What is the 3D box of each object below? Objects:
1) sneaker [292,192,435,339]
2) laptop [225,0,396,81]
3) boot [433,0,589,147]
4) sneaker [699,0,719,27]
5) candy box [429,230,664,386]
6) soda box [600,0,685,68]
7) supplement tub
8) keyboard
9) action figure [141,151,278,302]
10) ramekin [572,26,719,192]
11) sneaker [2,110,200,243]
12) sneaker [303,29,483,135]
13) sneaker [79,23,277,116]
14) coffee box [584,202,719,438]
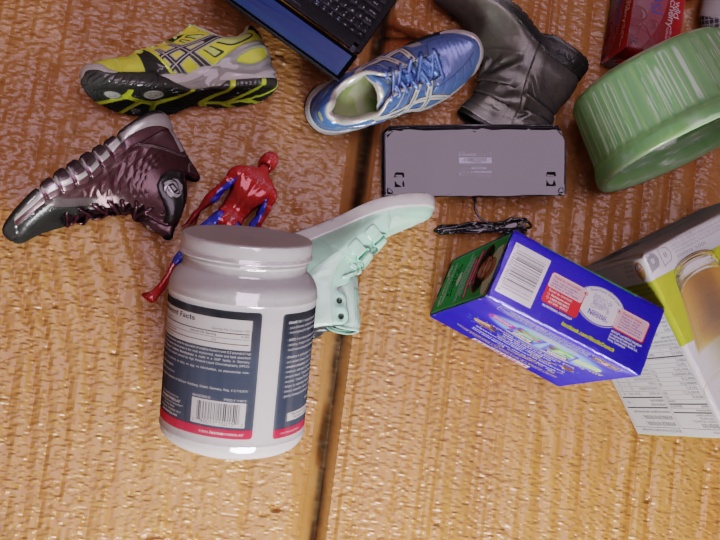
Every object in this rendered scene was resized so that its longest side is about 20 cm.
[{"bbox_3d":[0.000,0.000,1.164,0.200,0.074,0.118,-23,81,-4],"label":"sneaker"},{"bbox_3d":[-0.050,-0.310,1.182,0.177,0.103,0.200,35,77,-6],"label":"laptop"},{"bbox_3d":[0.142,-0.220,1.234,0.200,0.068,0.131,33,83,-5],"label":"boot"},{"bbox_3d":[0.489,-0.293,1.320,0.200,0.076,0.081,9,92,-6],"label":"sneaker"},{"bbox_3d":[0.178,0.044,1.134,0.169,0.200,0.077,28,76,-8],"label":"candy box"},{"bbox_3d":[0.328,-0.326,1.283,0.063,0.070,0.200,13,80,-11],"label":"soda box"},{"bbox_3d":[-0.115,0.065,1.074,0.140,0.140,0.200,4,100,-12],"label":"supplement tub"},{"bbox_3d":[0.122,-0.093,1.219,0.200,0.021,0.127,0,93,-2],"label":"keyboard"},{"bbox_3d":[-0.143,-0.041,1.153,0.065,0.052,0.200,37,77,-10],"label":"action figure"},{"bbox_3d":[0.324,-0.171,1.201,0.200,0.200,0.098,-21,79,-14],"label":"ramekin"},{"bbox_3d":[-0.243,-0.062,1.123,0.200,0.076,0.116,-38,95,-15],"label":"sneaker"},{"bbox_3d":[0.040,-0.190,1.180,0.200,0.077,0.076,-26,102,-2],"label":"sneaker"},{"bbox_3d":[-0.188,-0.207,1.161,0.200,0.075,0.077,-6,76,-23],"label":"sneaker"},{"bbox_3d":[0.369,0.044,1.175,0.199,0.200,0.198,-25,89,-14],"label":"coffee box"}]
